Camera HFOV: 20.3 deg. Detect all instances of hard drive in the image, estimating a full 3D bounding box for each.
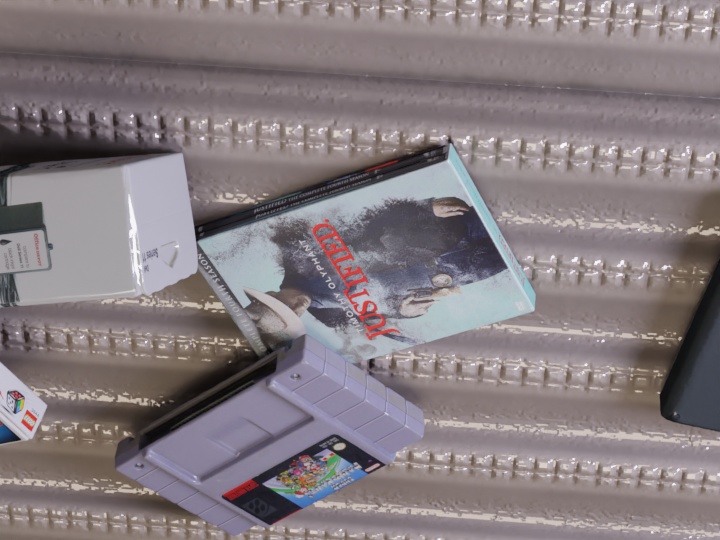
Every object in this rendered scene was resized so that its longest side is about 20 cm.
[{"bbox_3d":[0.296,0.039,1.352,0.139,0.033,0.201,12,132,-4],"label":"hard drive"}]

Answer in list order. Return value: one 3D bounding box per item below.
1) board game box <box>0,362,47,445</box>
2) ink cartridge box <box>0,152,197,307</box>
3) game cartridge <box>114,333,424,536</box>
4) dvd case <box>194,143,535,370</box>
[{"bbox_3d":[-0.334,0.084,1.429,0.199,0.035,0.126,-12,132,37],"label":"board game box"},{"bbox_3d":[-0.216,-0.024,1.270,0.199,0.147,0.084,-4,96,9],"label":"ink cartridge box"},{"bbox_3d":[-0.065,0.125,1.456,0.200,0.039,0.129,-31,126,33],"label":"game cartridge"},{"bbox_3d":[0.000,0.000,1.359,0.199,0.022,0.146,-16,128,21],"label":"dvd case"}]
